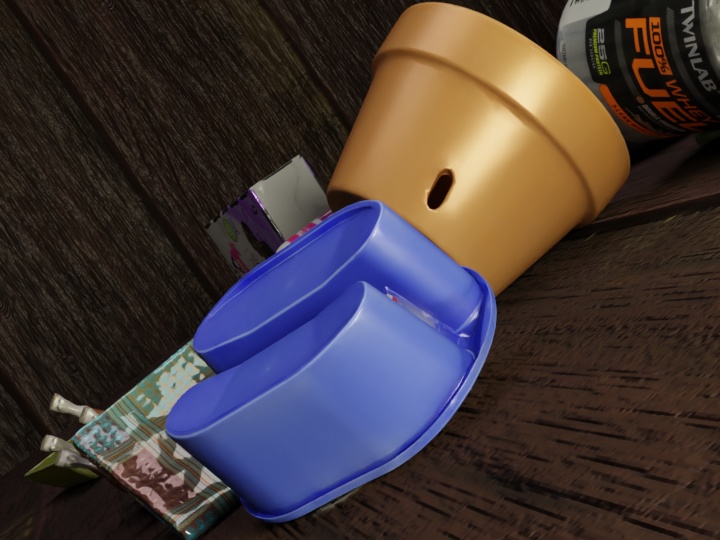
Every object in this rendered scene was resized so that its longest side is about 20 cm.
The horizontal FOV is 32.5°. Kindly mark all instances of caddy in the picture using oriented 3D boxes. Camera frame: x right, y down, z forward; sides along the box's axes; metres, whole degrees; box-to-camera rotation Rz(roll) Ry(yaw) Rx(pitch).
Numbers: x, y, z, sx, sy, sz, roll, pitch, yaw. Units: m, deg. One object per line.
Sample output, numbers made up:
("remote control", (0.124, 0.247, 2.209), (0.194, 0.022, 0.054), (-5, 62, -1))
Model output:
("caddy", (-0.014, 0.057, 0.689), (0.199, 0.105, 0.142), (-32, 30, 33))

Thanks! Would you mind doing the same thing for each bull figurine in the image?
("bull figurine", (-0.199, 0.150, 1.031), (0.199, 0.120, 0.066), (-10, 60, 63))

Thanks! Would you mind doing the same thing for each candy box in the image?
("candy box", (-0.074, -0.013, 1.321), (0.071, 0.169, 0.200), (-35, 4, -22))

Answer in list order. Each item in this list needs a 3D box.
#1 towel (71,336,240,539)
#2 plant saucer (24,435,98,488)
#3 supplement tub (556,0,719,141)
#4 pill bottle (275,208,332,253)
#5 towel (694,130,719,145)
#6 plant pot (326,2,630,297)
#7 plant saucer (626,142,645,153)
("towel", (-0.090, 0.089, 0.873), (0.200, 0.022, 0.146), (-40, 44, -26))
("plant saucer", (-0.314, 0.209, 1.568), (0.200, 0.048, 0.199), (-40, 6, -31))
("supplement tub", (0.224, -0.151, 0.775), (0.122, 0.123, 0.199), (-37, 14, -22))
("pill bottle", (0.000, 0.000, 1.023), (0.199, 0.114, 0.113), (-37, 5, -11))
("towel", (0.322, -0.167, 0.891), (0.149, 0.031, 0.200), (-33, 6, 39))
("plant pot", (0.070, -0.067, 0.870), (0.141, 0.199, 0.200), (-54, 10, -13))
("plant saucer", (0.272, -0.166, 1.031), (0.200, 0.027, 0.200), (-48, -1, -1))
